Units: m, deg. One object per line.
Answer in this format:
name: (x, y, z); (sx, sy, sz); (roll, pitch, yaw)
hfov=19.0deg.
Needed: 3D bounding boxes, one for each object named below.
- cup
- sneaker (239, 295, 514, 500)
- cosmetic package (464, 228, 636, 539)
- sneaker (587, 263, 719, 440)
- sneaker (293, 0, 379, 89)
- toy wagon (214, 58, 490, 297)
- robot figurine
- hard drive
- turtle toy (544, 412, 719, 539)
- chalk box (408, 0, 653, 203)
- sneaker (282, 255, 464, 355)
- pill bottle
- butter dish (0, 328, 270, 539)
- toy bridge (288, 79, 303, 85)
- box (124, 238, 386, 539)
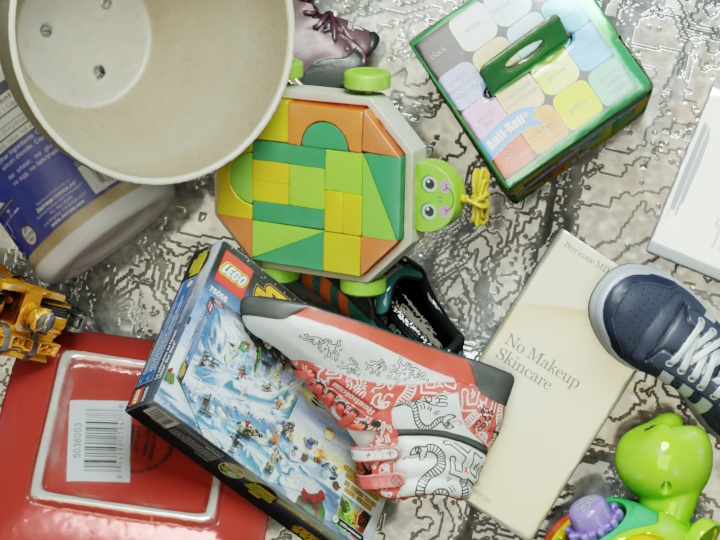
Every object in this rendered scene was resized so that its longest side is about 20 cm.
cup: (-0.164, -0.159, 1.446); (0.199, 0.143, 0.202); (-2, 94, -28)
sneaker: (0.001, 0.092, 1.461); (0.200, 0.067, 0.109); (19, 87, -16)
cosmetic package: (0.133, 0.080, 1.541); (0.103, 0.073, 0.201); (31, 94, 5)
sneaker: (0.244, 0.072, 1.464); (0.200, 0.108, 0.070); (40, 88, -32)
sneaker: (-0.041, -0.199, 1.569); (0.115, 0.076, 0.201); (5, 100, 1)
toy wagon: (-0.008, -0.061, 1.466); (0.199, 0.040, 0.156); (9, 107, 26)
robot figurine: (-0.289, 0.015, 1.532); (0.199, 0.145, 0.059); (23, 95, 37)
hard drive: (0.322, -0.038, 1.545); (0.199, 0.027, 0.133); (22, 92, 6)
turtle toy: (0.186, 0.196, 1.505); (0.101, 0.146, 0.200); (40, 101, 28)
chalk box: (0.119, -0.134, 1.480); (0.124, 0.200, 0.124); (-34, 86, 5)
sneaker: (0.000, 0.000, 1.542); (0.200, 0.080, 0.071); (43, 63, 0)
pill bottle: (-0.236, -0.102, 1.558); (0.119, 0.120, 0.200); (-36, 86, 5)
butter dish: (-0.163, 0.160, 1.543); (0.198, 0.148, 0.201); (9, 50, -2)
toy bridge: (-0.106, -0.174, 1.527); (0.200, 0.027, 0.067); (37, 110, 13)
box: (-0.056, 0.092, 1.487); (0.200, 0.040, 0.137); (39, 53, -25)
